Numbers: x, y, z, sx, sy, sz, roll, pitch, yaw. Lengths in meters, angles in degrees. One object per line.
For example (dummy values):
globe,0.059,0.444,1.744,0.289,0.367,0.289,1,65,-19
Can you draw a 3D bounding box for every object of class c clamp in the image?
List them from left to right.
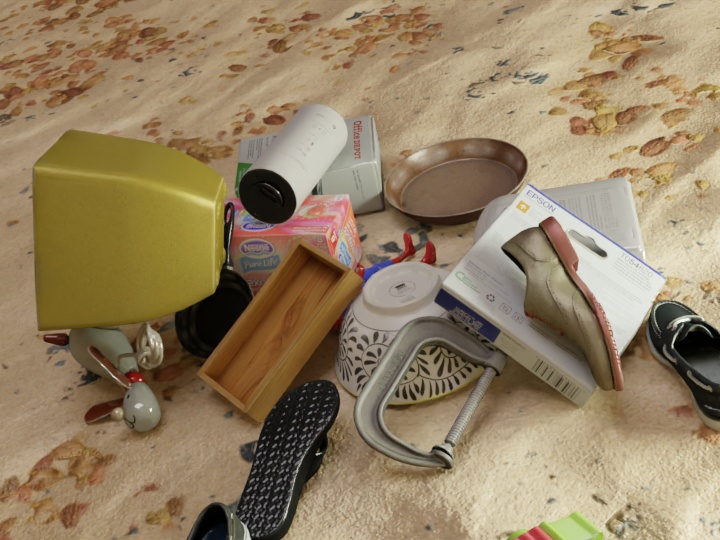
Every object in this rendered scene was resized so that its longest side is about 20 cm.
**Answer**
c clamp,0.095,0.130,1.261,0.171,0.027,0.200,36,62,8

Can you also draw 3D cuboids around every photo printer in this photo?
photo printer,0.236,-0.035,1.456,0.200,0.069,0.166,-9,36,10

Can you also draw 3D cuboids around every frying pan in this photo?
frying pan,-0.185,0.021,1.501,0.115,0.031,0.190,-22,64,19

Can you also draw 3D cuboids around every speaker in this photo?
speaker,-0.085,-0.140,1.559,0.081,0.081,0.200,0,31,21

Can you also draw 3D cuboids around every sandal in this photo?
sandal,-0.076,0.202,1.265,0.075,0.048,0.201,6,51,26

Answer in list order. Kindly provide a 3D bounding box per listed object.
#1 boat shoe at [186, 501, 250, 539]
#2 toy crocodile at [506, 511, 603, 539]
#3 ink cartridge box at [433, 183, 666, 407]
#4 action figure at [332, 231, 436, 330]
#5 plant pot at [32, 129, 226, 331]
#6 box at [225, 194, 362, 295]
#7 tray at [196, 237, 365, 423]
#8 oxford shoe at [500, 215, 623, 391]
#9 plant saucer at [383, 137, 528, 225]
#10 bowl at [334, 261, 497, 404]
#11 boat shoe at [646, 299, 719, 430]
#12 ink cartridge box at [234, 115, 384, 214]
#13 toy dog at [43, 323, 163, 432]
boat shoe,-0.155,0.306,1.116,0.069,0.057,0.200,-3,42,19
toy crocodile,0.126,0.270,1.065,0.200,0.062,0.068,-25,35,-15
ink cartridge box,0.211,0.022,1.325,0.200,0.041,0.200,36,53,10
action figure,0.000,0.000,1.479,0.200,0.099,0.065,-39,39,-28
plant pot,-0.261,-0.046,1.413,0.200,0.196,0.194,3,19,-2
box,-0.111,-0.032,1.562,0.200,0.095,0.103,0,34,21
tray,-0.091,0.067,1.388,0.099,0.037,0.200,30,80,42
oxford shoe,0.211,0.044,1.255,0.075,0.070,0.200,-24,65,2
plant saucer,0.132,-0.118,1.649,0.200,0.035,0.200,-10,34,7
bowl,0.055,0.052,1.373,0.201,0.094,0.201,-13,32,8
boat shoe,0.351,0.081,1.252,0.076,0.060,0.200,-19,34,-4
ink cartridge box,-0.069,-0.137,1.711,0.200,0.083,0.147,-10,34,7
toy dog,-0.311,0.111,1.426,0.096,0.132,0.200,-6,17,-29
